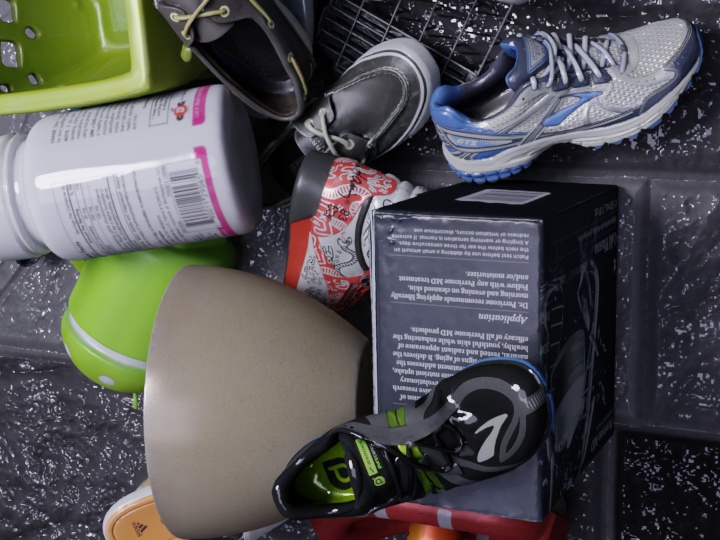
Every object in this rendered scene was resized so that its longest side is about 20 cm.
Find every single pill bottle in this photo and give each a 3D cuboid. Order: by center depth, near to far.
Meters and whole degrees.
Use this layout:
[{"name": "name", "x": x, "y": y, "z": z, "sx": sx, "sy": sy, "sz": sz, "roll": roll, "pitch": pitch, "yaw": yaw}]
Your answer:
[{"name": "pill bottle", "x": -0.183, "y": -0.069, "z": 0.904, "sx": 0.199, "sy": 0.113, "sz": 0.114, "roll": -8, "pitch": 97, "yaw": 8}]

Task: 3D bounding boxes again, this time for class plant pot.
[{"name": "plant pot", "x": -0.060, "y": 0.096, "z": 0.872, "sx": 0.134, "sy": 0.200, "sz": 0.201, "roll": 1, "pitch": 101, "yaw": 10}, {"name": "plant pot", "x": -0.208, "y": -0.232, "z": 0.947, "sx": 0.199, "sy": 0.181, "sz": 0.201, "roll": -2, "pitch": 100, "yaw": 26}]

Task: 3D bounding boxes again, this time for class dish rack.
[{"name": "dish rack", "x": 0.059, "y": -0.218, "z": 0.896, "sx": 0.153, "sy": 0.055, "sz": 0.200, "roll": 34, "pitch": 114, "yaw": 17}]

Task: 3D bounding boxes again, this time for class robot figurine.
[{"name": "robot figurine", "x": -0.181, "y": 0.017, "z": 1.019, "sx": 0.175, "sy": 0.116, "sz": 0.200, "roll": 36, "pitch": 112, "yaw": 21}]

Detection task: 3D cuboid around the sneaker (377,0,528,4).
[{"name": "sneaker", "x": 0.038, "y": -0.224, "z": 0.838, "sx": 0.200, "sy": 0.076, "sz": 0.081, "roll": 31, "pitch": 120, "yaw": 26}]

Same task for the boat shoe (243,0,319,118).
[{"name": "boat shoe", "x": -0.060, "y": -0.222, "z": 0.942, "sx": 0.070, "sy": 0.066, "sz": 0.200, "roll": 10, "pitch": 109, "yaw": 21}]

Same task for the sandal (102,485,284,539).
[{"name": "sandal", "x": -0.113, "y": 0.202, "z": 1.006, "sx": 0.206, "sy": 0.059, "sz": 0.079, "roll": -22, "pitch": 121, "yaw": -5}]

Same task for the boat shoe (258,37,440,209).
[{"name": "boat shoe", "x": -0.016, "y": -0.102, "z": 0.916, "sx": 0.071, "sy": 0.064, "sz": 0.200, "roll": 51, "pitch": 134, "yaw": -2}]

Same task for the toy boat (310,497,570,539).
[{"name": "toy boat", "x": 0.055, "y": 0.210, "z": 0.924, "sx": 0.200, "sy": 0.130, "sz": 0.131, "roll": 3, "pitch": 73, "yaw": 26}]

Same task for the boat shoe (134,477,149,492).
[{"name": "boat shoe", "x": -0.142, "y": 0.180, "z": 1.055, "sx": 0.072, "sy": 0.076, "sz": 0.200, "roll": 49, "pitch": 115, "yaw": 9}]

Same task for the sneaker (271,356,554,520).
[{"name": "sneaker", "x": 0.030, "y": 0.113, "z": 0.732, "sx": 0.199, "sy": 0.083, "sz": 0.071, "roll": -25, "pitch": 89, "yaw": 27}]

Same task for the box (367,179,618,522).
[{"name": "box", "x": 0.100, "y": 0.044, "z": 0.844, "sx": 0.124, "sy": 0.200, "sz": 0.197, "roll": 5, "pitch": 103, "yaw": 25}]

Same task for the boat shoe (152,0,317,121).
[{"name": "boat shoe", "x": -0.096, "y": -0.180, "z": 0.833, "sx": 0.072, "sy": 0.201, "sz": 0.061, "roll": -24, "pitch": 50, "yaw": 24}]

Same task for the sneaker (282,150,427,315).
[{"name": "sneaker", "x": 0.000, "y": 0.000, "z": 0.929, "sx": 0.108, "sy": 0.067, "sz": 0.202, "roll": 16, "pitch": 139, "yaw": 8}]

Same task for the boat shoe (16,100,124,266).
[{"name": "boat shoe", "x": -0.252, "y": -0.075, "z": 1.062, "sx": 0.200, "sy": 0.084, "sz": 0.069, "roll": -44, "pitch": 61, "yaw": 39}]

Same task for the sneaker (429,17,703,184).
[{"name": "sneaker", "x": 0.139, "y": -0.129, "z": 0.836, "sx": 0.200, "sy": 0.085, "sz": 0.077, "roll": -24, "pitch": 45, "yaw": 19}]
